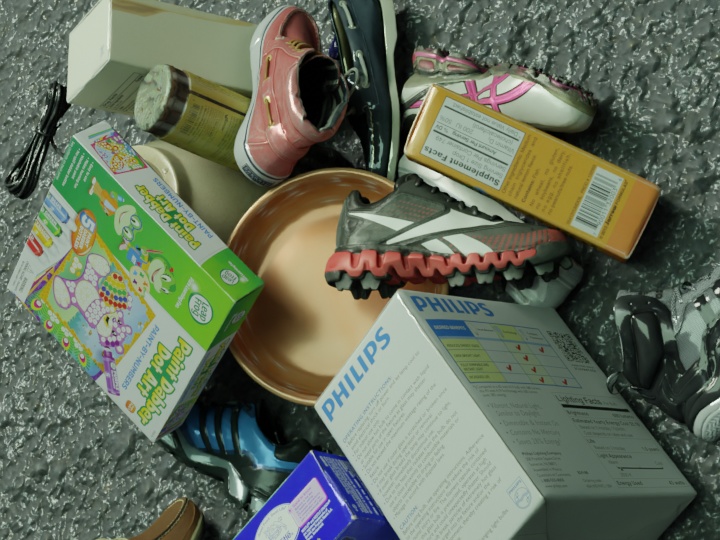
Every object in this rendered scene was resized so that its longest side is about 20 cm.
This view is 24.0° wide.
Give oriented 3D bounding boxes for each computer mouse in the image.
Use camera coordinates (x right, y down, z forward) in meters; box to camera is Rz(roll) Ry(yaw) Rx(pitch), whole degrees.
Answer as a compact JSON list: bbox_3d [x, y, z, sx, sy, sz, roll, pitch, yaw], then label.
[{"bbox_3d":[-0.242,-0.080,1.492,0.200,0.044,0.110,36,97,37],"label":"computer mouse"}]

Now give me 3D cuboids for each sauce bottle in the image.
[{"bbox_3d":[-0.102,-0.117,1.483,0.065,0.199,0.065,-30,49,41],"label":"sauce bottle"}]

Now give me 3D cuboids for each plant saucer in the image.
[{"bbox_3d":[-0.021,0.016,1.409,0.198,0.037,0.202,-3,77,13],"label":"plant saucer"}]

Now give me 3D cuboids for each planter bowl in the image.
[{"bbox_3d":[-0.170,-0.039,1.540,0.199,0.134,0.202,-11,71,32],"label":"planter bowl"}]

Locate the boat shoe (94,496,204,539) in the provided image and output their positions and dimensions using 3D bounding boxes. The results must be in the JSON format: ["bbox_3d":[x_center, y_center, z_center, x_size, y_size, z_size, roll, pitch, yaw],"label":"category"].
[{"bbox_3d":[-0.209,0.265,1.456,0.075,0.074,0.200,-30,17,49],"label":"boat shoe"}]

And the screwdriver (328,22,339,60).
[{"bbox_3d":[-0.031,-0.181,1.572,0.028,0.029,0.201,26,99,35],"label":"screwdriver"}]

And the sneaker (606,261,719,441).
[{"bbox_3d":[0.253,0.017,1.266,0.113,0.075,0.202,20,90,15],"label":"sneaker"}]

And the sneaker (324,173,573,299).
[{"bbox_3d":[0.069,-0.031,1.339,0.199,0.071,0.099,-2,79,15],"label":"sneaker"}]

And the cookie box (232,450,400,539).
[{"bbox_3d":[-0.008,0.233,1.302,0.171,0.199,0.075,-49,51,18],"label":"cookie box"}]

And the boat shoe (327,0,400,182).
[{"bbox_3d":[0.002,-0.159,1.493,0.061,0.075,0.202,0,69,-9],"label":"boat shoe"}]

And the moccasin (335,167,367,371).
[{"bbox_3d":[0.000,0.000,1.460,0.080,0.068,0.202,-20,66,27],"label":"moccasin"}]

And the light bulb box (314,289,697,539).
[{"bbox_3d":[0.107,0.133,1.258,0.125,0.197,0.200,-53,53,25],"label":"light bulb box"}]

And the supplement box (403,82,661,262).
[{"bbox_3d":[0.135,-0.077,1.343,0.199,0.067,0.069,28,91,6],"label":"supplement box"}]

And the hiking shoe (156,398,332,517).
[{"bbox_3d":[-0.115,0.145,1.497,0.199,0.074,0.087,33,89,26],"label":"hiking shoe"}]

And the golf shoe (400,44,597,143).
[{"bbox_3d":[0.115,-0.131,1.428,0.199,0.072,0.093,16,91,46],"label":"golf shoe"}]

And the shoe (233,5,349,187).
[{"bbox_3d":[-0.048,-0.167,1.448,0.091,0.071,0.201,-33,34,40],"label":"shoe"}]

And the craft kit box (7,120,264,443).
[{"bbox_3d":[-0.193,0.013,1.418,0.197,0.048,0.200,42,132,11],"label":"craft kit box"}]

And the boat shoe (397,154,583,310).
[{"bbox_3d":[0.096,-0.027,1.411,0.200,0.072,0.069,37,94,26],"label":"boat shoe"}]

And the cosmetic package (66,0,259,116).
[{"bbox_3d":[-0.154,-0.181,1.525,0.105,0.199,0.072,-28,58,53],"label":"cosmetic package"}]
